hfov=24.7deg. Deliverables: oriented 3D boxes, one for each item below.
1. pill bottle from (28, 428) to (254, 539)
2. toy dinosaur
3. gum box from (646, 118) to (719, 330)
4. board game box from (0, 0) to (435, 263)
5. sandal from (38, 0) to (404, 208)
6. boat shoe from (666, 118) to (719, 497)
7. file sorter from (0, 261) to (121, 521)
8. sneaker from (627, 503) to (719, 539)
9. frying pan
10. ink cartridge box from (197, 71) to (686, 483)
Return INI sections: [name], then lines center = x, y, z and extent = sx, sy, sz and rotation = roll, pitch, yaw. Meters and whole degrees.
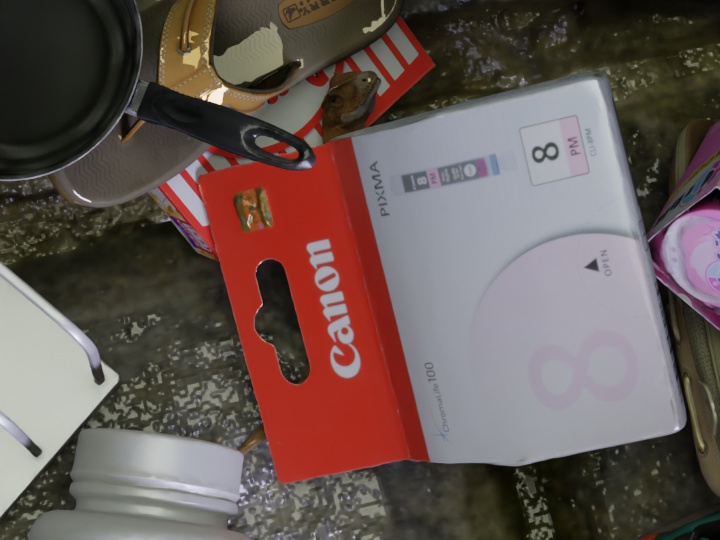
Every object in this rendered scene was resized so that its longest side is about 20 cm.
[pill bottle]
center = -0.104, 0.176, 0.742
extent = 0.109, 0.109, 0.201
rotation = 8, 78, -5
[toy dinosaur]
center = 0.000, 0.000, 0.820
extent = 0.106, 0.060, 0.201
rotation = 7, 100, -4
[gum box]
center = 0.240, 0.010, 0.776
extent = 0.200, 0.066, 0.114
rotation = 40, 48, -2
[board game box]
center = -0.080, -0.129, 0.799
extent = 0.151, 0.046, 0.200
rotation = -44, 112, -12
[sandal]
center = -0.059, -0.100, 0.755
extent = 0.200, 0.054, 0.080
rotation = -31, 108, -15
[boat shoe]
center = 0.181, 0.016, 0.825
extent = 0.072, 0.065, 0.200
rotation = 10, 57, -26
[file sorter]
center = -0.228, 0.073, 0.742
extent = 0.139, 0.125, 0.200
rotation = 40, 78, 3
[sneaker]
center = 0.136, 0.161, 0.786
extent = 0.200, 0.080, 0.072
rotation = -25, 84, -10
[frying pan]
center = -0.112, -0.096, 0.712
extent = 0.189, 0.031, 0.115
rotation = -1, 84, 5
[ink cartridge box]
center = 0.033, 0.012, 0.751
extent = 0.199, 0.057, 0.163
rotation = -13, 96, 9
